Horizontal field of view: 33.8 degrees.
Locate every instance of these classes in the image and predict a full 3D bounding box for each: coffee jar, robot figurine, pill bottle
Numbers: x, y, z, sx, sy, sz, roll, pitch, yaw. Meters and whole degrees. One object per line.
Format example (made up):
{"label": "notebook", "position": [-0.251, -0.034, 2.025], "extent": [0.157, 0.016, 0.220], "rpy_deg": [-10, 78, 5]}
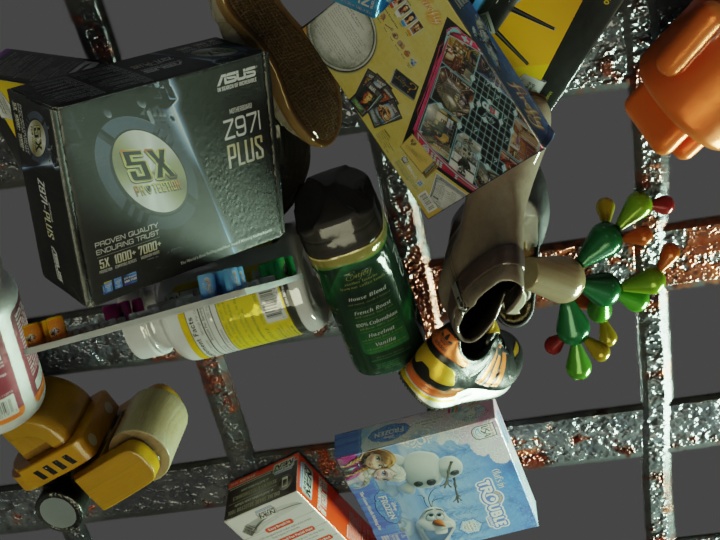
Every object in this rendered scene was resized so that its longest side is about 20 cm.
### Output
{"label": "coffee jar", "position": [0.000, 0.000, 1.177], "extent": [0.084, 0.105, 0.202], "rpy_deg": [-18, 127, 5]}
{"label": "robot figurine", "position": [0.321, -0.186, 1.022], "extent": [0.143, 0.117, 0.200], "rpy_deg": [32, 123, -16]}
{"label": "pill bottle", "position": [-0.139, 0.027, 1.194], "extent": [0.197, 0.112, 0.112], "rpy_deg": [-14, 128, 11]}
{"label": "pill bottle", "position": [-0.400, 0.063, 1.222], "extent": [0.112, 0.115, 0.202], "rpy_deg": [-2, 129, 2]}

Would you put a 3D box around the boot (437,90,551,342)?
{"label": "boot", "position": [0.126, -0.039, 1.060], "extent": [0.069, 0.148, 0.202], "rpy_deg": [12, 132, -13]}

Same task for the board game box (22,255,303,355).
{"label": "board game box", "position": [-0.167, 0.027, 1.040], "extent": [0.197, 0.200, 0.026], "rpy_deg": [-16, 91, 12]}

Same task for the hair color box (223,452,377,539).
{"label": "hair color box", "position": [-0.065, 0.322, 1.461], "extent": [0.110, 0.064, 0.201], "rpy_deg": [-25, 126, 21]}

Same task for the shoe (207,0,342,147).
{"label": "shoe", "position": [-0.078, -0.193, 1.061], "extent": [0.053, 0.070, 0.201], "rpy_deg": [14, 147, 44]}

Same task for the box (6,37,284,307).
{"label": "box", "position": [-0.169, -0.086, 0.978], "extent": [0.198, 0.086, 0.167], "rpy_deg": [-21, 119, -34]}

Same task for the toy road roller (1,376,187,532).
{"label": "toy road roller", "position": [-0.305, 0.180, 1.315], "extent": [0.198, 0.123, 0.147], "rpy_deg": [-29, 112, 22]}

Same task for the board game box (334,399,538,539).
{"label": "board game box", "position": [0.093, 0.252, 1.416], "extent": [0.196, 0.044, 0.202], "rpy_deg": [-17, 127, 12]}

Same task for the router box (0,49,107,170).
{"label": "router box", "position": [-0.252, -0.098, 1.080], "extent": [0.148, 0.051, 0.202], "rpy_deg": [14, 138, 38]}

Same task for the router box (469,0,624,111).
{"label": "router box", "position": [0.142, -0.241, 1.016], "extent": [0.147, 0.051, 0.201], "rpy_deg": [19, 127, -17]}

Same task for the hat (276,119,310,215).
{"label": "hat", "position": [-0.139, -0.089, 1.121], "extent": [0.197, 0.082, 0.203], "rpy_deg": [0, 129, -1]}

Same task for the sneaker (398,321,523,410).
{"label": "sneaker", "position": [0.124, 0.081, 1.206], "extent": [0.199, 0.070, 0.091], "rpy_deg": [-11, 142, -53]}

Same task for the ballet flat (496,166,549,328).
{"label": "ballet flat", "position": [0.154, -0.024, 1.180], "extent": [0.072, 0.074, 0.202], "rpy_deg": [-1, 128, 1]}

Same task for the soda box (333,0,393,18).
{"label": "soda box", "position": [-0.056, -0.276, 0.937], "extent": [0.197, 0.068, 0.065], "rpy_deg": [25, 129, 10]}

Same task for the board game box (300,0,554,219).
{"label": "board game box", "position": [0.057, -0.161, 1.010], "extent": [0.135, 0.035, 0.201], "rpy_deg": [-29, 99, 36]}

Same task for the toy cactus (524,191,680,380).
{"label": "toy cactus", "position": [0.223, 0.007, 1.175], "extent": [0.163, 0.103, 0.202], "rpy_deg": [10, 117, -34]}
